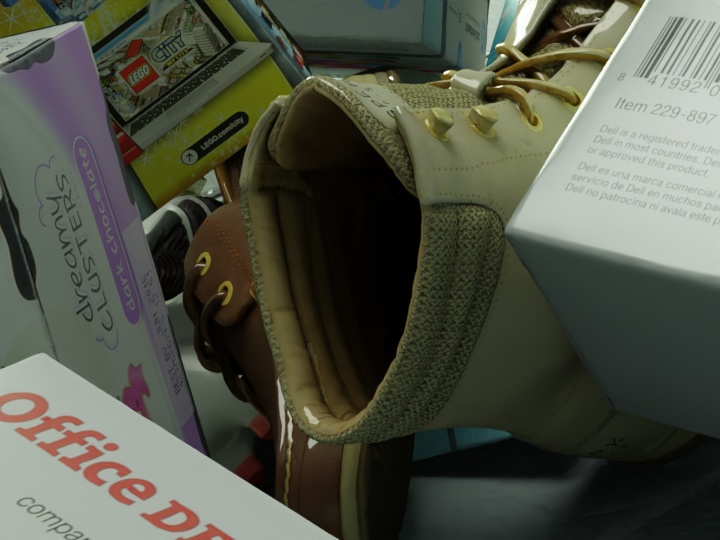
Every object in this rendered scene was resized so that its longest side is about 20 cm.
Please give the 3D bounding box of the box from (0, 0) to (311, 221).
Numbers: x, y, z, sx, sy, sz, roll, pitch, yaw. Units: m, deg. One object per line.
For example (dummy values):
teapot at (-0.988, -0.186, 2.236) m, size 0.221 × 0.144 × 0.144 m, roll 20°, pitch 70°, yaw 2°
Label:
box at (-0.133, -0.050, 0.841) m, size 0.200 × 0.137 × 0.038 m, roll -36°, pitch 23°, yaw 8°

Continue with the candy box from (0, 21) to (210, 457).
candy box at (-0.149, 0.038, 0.763) m, size 0.199 × 0.168 × 0.072 m, roll -10°, pitch 14°, yaw 22°

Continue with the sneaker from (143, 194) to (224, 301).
sneaker at (-0.076, 0.018, 1.023) m, size 0.115 × 0.076 × 0.200 m, roll -17°, pitch 2°, yaw 22°

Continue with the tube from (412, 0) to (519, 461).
tube at (0.054, -0.031, 0.888) m, size 0.077 × 0.050 × 0.200 m, roll -24°, pitch 40°, yaw 51°

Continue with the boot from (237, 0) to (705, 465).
boot at (0.042, -0.050, 0.755) m, size 0.073 × 0.201 × 0.155 m, roll 7°, pitch 1°, yaw 41°

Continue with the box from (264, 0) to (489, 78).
box at (-0.040, -0.097, 1.036) m, size 0.155 × 0.041 × 0.200 m, roll 4°, pitch 1°, yaw 8°

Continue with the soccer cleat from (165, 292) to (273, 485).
soccer cleat at (0.000, 0.000, 0.931) m, size 0.200 × 0.078 × 0.069 m, roll -28°, pitch -24°, yaw -40°

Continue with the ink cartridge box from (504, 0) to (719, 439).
ink cartridge box at (0.152, -0.049, 0.711) m, size 0.145 × 0.088 × 0.200 m, roll 14°, pitch 62°, yaw 37°

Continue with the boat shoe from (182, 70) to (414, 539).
boat shoe at (-0.018, 0.014, 0.828) m, size 0.067 × 0.072 × 0.200 m, roll -2°, pitch 38°, yaw 1°

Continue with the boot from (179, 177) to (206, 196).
boot at (-0.102, -0.046, 1.077) m, size 0.200 × 0.072 × 0.154 m, roll -17°, pitch -3°, yaw 38°

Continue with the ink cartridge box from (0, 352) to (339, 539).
ink cartridge box at (-0.095, 0.106, 0.516) m, size 0.200 × 0.084 × 0.145 m, roll -23°, pitch 34°, yaw -33°

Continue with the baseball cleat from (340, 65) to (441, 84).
baseball cleat at (0.031, -0.031, 1.059) m, size 0.200 × 0.070 × 0.106 m, roll 2°, pitch -16°, yaw -44°
